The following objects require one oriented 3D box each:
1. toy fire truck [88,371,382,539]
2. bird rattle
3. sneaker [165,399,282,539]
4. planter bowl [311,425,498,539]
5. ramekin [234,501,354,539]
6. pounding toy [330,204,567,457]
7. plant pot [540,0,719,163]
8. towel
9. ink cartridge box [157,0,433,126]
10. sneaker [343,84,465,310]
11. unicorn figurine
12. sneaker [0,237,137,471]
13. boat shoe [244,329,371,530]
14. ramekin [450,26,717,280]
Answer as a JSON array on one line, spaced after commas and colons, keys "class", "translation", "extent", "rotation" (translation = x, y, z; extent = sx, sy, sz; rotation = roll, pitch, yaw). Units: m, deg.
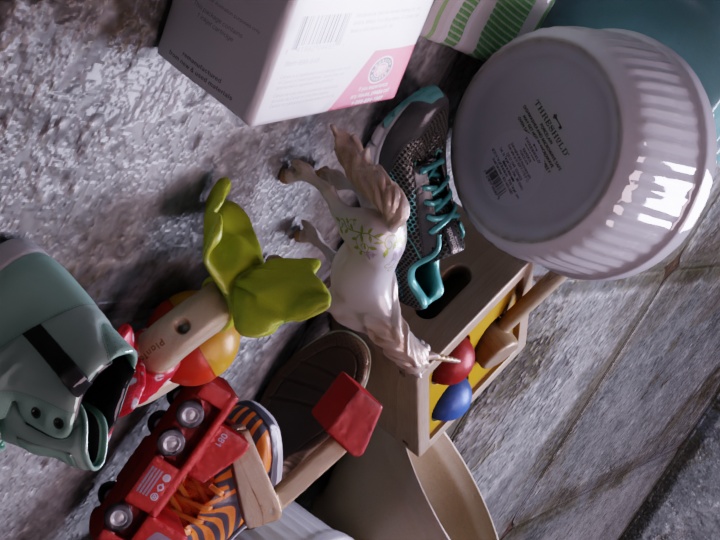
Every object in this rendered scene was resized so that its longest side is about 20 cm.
[{"class": "toy fire truck", "translation": [-0.093, 0.144, 1.000], "extent": [0.141, 0.049, 0.200], "rotation": [35, 91, -22]}, {"class": "bird rattle", "translation": [-0.114, 0.050, 0.885], "extent": [0.200, 0.113, 0.163], "rotation": [-46, 172, -8]}, {"class": "sneaker", "translation": [-0.138, 0.195, 1.054], "extent": [0.112, 0.077, 0.201], "rotation": [-10, 132, -59]}, {"class": "planter bowl", "translation": [0.036, 0.249, 1.342], "extent": [0.134, 0.201, 0.200], "rotation": [-30, 160, 13]}, {"class": "ramekin", "translation": [-0.103, 0.297, 1.232], "extent": [0.200, 0.098, 0.201], "rotation": [-42, 155, -25]}, {"class": "pounding toy", "translation": [0.094, 0.043, 1.193], "extent": [0.200, 0.142, 0.184], "rotation": [-43, 155, -21]}, {"class": "plant pot", "translation": [0.255, -0.166, 1.185], "extent": [0.200, 0.161, 0.201], "rotation": [-41, 154, -25]}, {"class": "towel", "translation": [0.110, -0.229, 1.002], "extent": [0.153, 0.023, 0.200], "rotation": [-59, 156, 14]}, {"class": "ink cartridge box", "translation": [-0.013, -0.194, 0.746], "extent": [0.145, 0.085, 0.201], "rotation": [-20, 141, -52]}, {"class": "sneaker", "translation": [0.049, -0.052, 1.046], "extent": [0.077, 0.091, 0.201], "rotation": [-35, 150, -38]}, {"class": "unicorn figurine", "translation": [0.000, 0.000, 0.967], "extent": [0.074, 0.137, 0.200], "rotation": [-43, 154, -24]}, {"class": "sneaker", "translation": [-0.208, 0.094, 0.736], "extent": [0.201, 0.118, 0.074], "rotation": [-53, 158, 3]}, {"class": "boat shoe", "translation": [-0.054, 0.128, 1.149], "extent": [0.200, 0.072, 0.076], "rotation": [-52, 171, 17]}, {"class": "ramekin", "translation": [0.162, -0.094, 1.038], "extent": [0.105, 0.200, 0.201], "rotation": [4, 120, -48]}]
